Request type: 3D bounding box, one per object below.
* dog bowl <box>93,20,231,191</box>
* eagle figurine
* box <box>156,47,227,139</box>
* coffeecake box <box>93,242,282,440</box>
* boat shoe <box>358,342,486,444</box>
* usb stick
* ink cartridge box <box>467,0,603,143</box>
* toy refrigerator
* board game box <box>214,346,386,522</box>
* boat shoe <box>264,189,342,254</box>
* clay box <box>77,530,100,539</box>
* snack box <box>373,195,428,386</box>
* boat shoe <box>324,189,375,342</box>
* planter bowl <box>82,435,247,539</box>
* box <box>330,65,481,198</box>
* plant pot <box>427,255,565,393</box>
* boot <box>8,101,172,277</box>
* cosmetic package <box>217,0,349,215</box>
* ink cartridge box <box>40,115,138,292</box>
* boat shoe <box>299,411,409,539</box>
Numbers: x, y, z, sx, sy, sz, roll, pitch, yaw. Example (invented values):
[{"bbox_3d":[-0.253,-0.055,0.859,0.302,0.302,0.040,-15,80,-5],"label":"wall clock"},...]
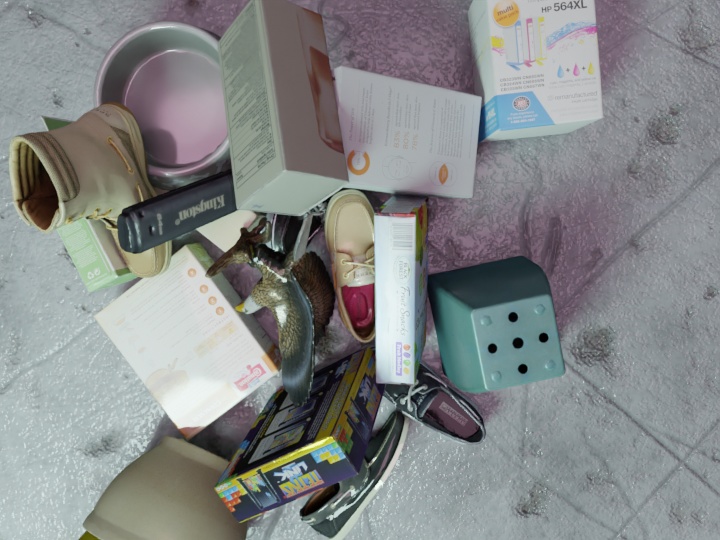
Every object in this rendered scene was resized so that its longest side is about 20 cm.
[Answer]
[{"bbox_3d":[-0.219,-0.197,0.754,0.197,0.059,0.203,0,92,0],"label":"dog bowl"},{"bbox_3d":[-0.089,0.038,0.775,0.152,0.150,0.201,-44,109,-25],"label":"eagle figurine"},{"bbox_3d":[-0.166,-0.207,0.819,0.064,0.070,0.200,-40,93,3],"label":"box"},{"bbox_3d":[-0.219,0.091,0.839,0.153,0.073,0.201,-36,93,4],"label":"coffeecake box"},{"bbox_3d":[0.080,0.166,0.845,0.199,0.068,0.072,36,94,-1],"label":"boat shoe"},{"bbox_3d":[-0.182,-0.074,0.717,0.032,0.199,0.056,27,127,26],"label":"usb stick"},{"bbox_3d":[0.208,-0.272,0.784,0.127,0.125,0.203,-6,95,1],"label":"ink cartridge box"},{"bbox_3d":[-0.225,-0.106,0.825,0.199,0.076,0.070,38,94,-3],"label":"toy refrigerator"},{"bbox_3d":[-0.061,0.189,0.762,0.164,0.200,0.057,-27,103,21],"label":"board game box"},{"bbox_3d":[-0.057,-0.095,0.819,0.073,0.068,0.201,30,89,-35],"label":"boat shoe"},{"bbox_3d":[-0.321,0.389,0.799,0.114,0.200,0.048,30,94,-2],"label":"clay box"},{"bbox_3d":[0.052,0.018,0.780,0.052,0.142,0.203,3,104,12],"label":"snack box"},{"bbox_3d":[0.000,0.000,0.797,0.073,0.069,0.202,-13,121,-9],"label":"boat shoe"},{"bbox_3d":[-0.226,0.295,0.810,0.198,0.200,0.136,23,67,-1],"label":"planter bowl"},{"bbox_3d":[0.035,-0.157,0.766,0.198,0.097,0.126,2,95,-30],"label":"box"},{"bbox_3d":[0.169,0.070,0.772,0.140,0.200,0.143,-12,94,1],"label":"plant pot"},{"bbox_3d":[-0.278,-0.061,0.672,0.072,0.156,0.202,1,115,16],"label":"boot"},{"bbox_3d":[-0.085,-0.172,0.682,0.087,0.103,0.203,4,72,-40],"label":"cosmetic package"},{"bbox_3d":[-0.326,-0.082,0.791,0.048,0.146,0.202,-25,93,9],"label":"ink cartridge box"},{"bbox_3d":[-0.005,0.268,0.851,0.067,0.072,0.201,35,96,-6],"label":"boat shoe"}]
